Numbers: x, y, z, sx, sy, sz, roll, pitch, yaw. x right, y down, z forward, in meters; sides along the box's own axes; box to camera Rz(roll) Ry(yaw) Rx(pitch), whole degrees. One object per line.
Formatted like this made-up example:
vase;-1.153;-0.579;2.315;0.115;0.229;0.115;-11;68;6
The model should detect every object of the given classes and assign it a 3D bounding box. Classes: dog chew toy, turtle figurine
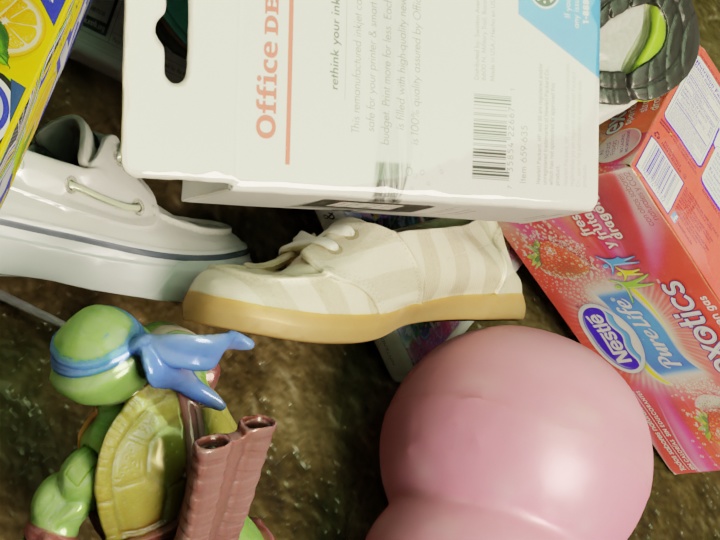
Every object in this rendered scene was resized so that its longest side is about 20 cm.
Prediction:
dog chew toy;0.055;0.128;0.759;0.124;0.124;0.201;29;65;-24
turtle figurine;-0.102;0.095;0.681;0.144;0.199;0.195;-81;150;-59

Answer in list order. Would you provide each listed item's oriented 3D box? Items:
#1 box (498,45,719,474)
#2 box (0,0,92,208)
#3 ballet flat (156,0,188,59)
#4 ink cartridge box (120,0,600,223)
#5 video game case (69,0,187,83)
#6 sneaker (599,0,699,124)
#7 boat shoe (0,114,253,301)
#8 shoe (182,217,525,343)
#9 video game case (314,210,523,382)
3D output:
box;0.166;-0.002;0.878;0.200;0.094;0.103;52;50;-24
box;-0.133;-0.095;0.615;0.064;0.070;0.201;20;58;-7
ballet flat;-0.106;-0.178;0.730;0.068;0.068;0.201;-27;113;-3
ink cartridge box;-0.006;-0.084;0.692;0.199;0.067;0.117;3;87;-22
video game case;-0.067;-0.166;0.806;0.199;0.022;0.184;24;78;-28
sneaker;0.064;-0.078;0.802;0.199;0.081;0.074;-23;95;-26
boat shoe;-0.114;-0.028;0.693;0.199;0.073;0.067;7;94;-51
shoe;0.000;0.000;0.742;0.199;0.070;0.054;-2;94;-50
video game case;0.041;-0.077;0.847;0.200;0.024;0.183;-47;123;-39
